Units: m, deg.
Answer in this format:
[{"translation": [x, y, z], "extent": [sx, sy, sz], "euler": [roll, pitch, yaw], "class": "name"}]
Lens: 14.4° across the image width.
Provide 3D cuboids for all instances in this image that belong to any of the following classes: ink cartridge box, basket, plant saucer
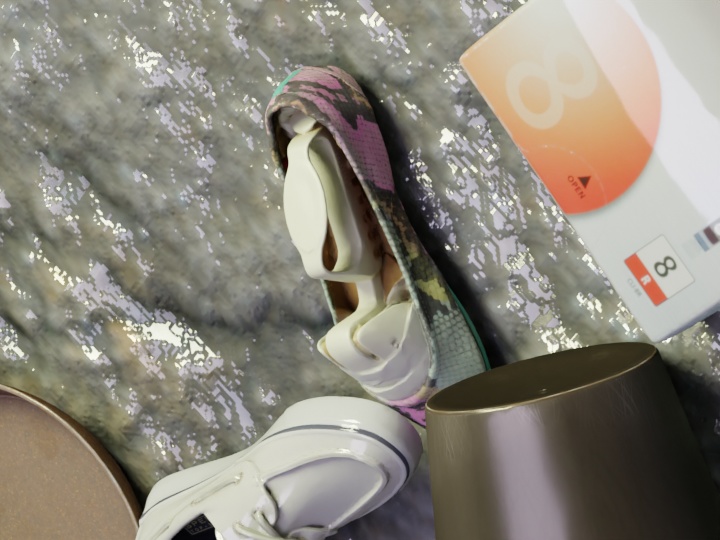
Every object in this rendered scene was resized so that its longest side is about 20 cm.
[{"translation": [0.160, -0.082, 1.252], "extent": [0.200, 0.050, 0.163], "euler": [-37, 87, 41], "class": "ink cartridge box"}, {"translation": [0.106, 0.145, 1.328], "extent": [0.179, 0.136, 0.201], "euler": [-13, 97, 12], "class": "basket"}, {"translation": [-0.188, 0.149, 1.588], "extent": [0.199, 0.034, 0.202], "euler": [13, 115, 29], "class": "plant saucer"}]

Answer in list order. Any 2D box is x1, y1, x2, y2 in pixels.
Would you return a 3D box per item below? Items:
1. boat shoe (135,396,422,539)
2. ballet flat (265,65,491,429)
[{"translation": [-0.049, 0.123, 1.446], "extent": [0.199, 0.066, 0.072], "euler": [-22, 125, 40], "class": "boat shoe"}, {"translation": [0.000, 0.000, 1.378], "extent": [0.069, 0.071, 0.201], "euler": [-17, 99, 36], "class": "ballet flat"}]
